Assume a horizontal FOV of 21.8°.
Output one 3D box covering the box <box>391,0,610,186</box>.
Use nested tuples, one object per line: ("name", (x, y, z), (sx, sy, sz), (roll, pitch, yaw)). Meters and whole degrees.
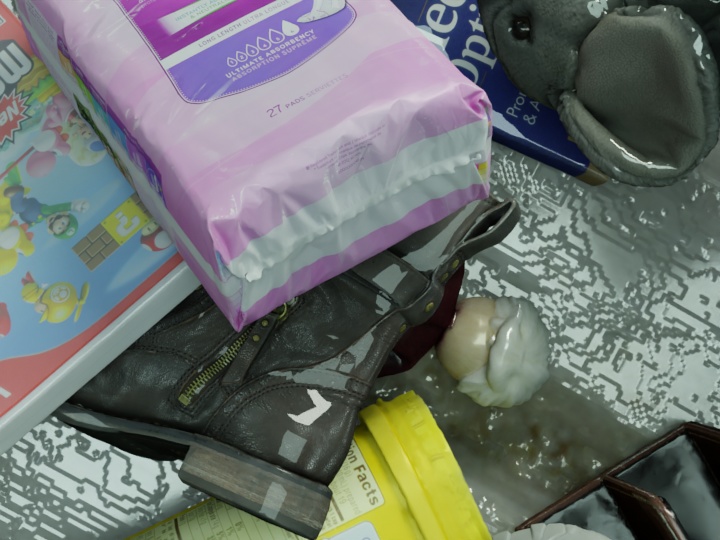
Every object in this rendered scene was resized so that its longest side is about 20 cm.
("box", (0.045, -0.133, 0.862), (0.200, 0.032, 0.121), (23, 87, -4))

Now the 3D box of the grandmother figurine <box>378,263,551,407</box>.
("grandmother figurine", (0.000, 0.000, 0.844), (0.200, 0.061, 0.121), (29, 113, -8))

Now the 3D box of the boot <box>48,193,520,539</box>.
("boot", (-0.052, 0.002, 0.783), (0.200, 0.069, 0.174), (24, 82, 18))

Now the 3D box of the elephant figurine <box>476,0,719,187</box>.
("elephant figurine", (0.120, -0.106, 0.787), (0.200, 0.141, 0.155), (-27, 67, 28))

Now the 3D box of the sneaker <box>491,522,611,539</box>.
("sneaker", (0.038, 0.186, 0.758), (0.200, 0.076, 0.081), (-42, 113, 5))

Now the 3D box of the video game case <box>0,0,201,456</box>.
("video game case", (-0.165, -0.023, 0.788), (0.143, 0.017, 0.200), (-41, 58, -6))

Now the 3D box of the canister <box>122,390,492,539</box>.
("canister", (-0.035, 0.161, 0.817), (0.200, 0.087, 0.149), (-25, 98, -4))

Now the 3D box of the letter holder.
("letter holder", (0.171, 0.180, 0.813), (0.101, 0.142, 0.200), (-31, 92, -6))

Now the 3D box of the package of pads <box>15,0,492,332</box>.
("package of pads", (-0.047, -0.079, 0.738), (0.120, 0.076, 0.200), (-27, 51, -15))
